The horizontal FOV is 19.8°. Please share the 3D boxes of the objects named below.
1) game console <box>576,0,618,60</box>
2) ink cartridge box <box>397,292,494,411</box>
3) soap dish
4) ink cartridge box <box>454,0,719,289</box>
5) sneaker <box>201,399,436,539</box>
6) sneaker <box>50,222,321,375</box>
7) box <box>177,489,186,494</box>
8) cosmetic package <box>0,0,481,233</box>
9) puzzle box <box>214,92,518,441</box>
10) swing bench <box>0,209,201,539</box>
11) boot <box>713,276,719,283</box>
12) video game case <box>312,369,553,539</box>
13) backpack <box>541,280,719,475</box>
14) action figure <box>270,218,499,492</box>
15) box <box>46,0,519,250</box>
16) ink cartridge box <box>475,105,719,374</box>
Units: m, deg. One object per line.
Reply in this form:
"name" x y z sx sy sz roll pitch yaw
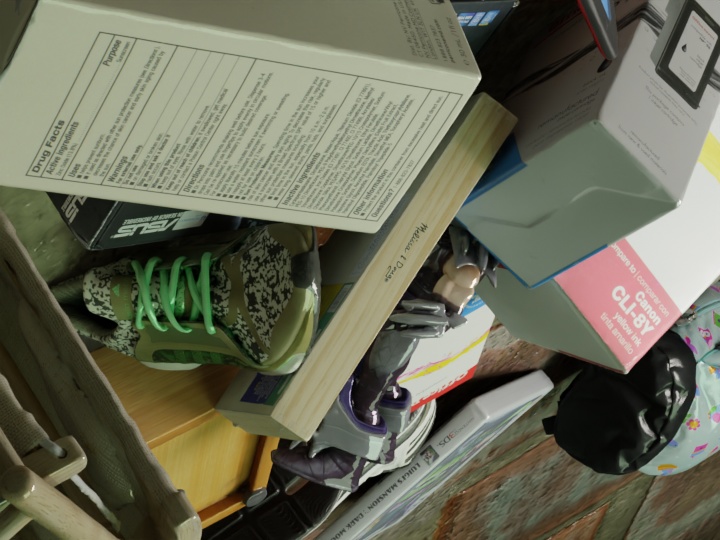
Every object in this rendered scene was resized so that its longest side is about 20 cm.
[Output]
"game console" 0.128 -0.213 0.887 0.172 0.119 0.200 -37 159 3
"ink cartridge box" 0.019 0.043 1.321 0.116 0.067 0.200 -28 158 -20
"soap dish" -0.117 0.095 1.206 0.157 0.081 0.200 -26 155 -24
"ink cartridge box" 0.135 -0.097 1.100 0.116 0.068 0.200 -32 -158 44
"sneaker" -0.021 0.149 1.470 0.200 0.076 0.115 -39 157 2
"sneaker" -0.091 0.017 1.024 0.088 0.077 0.200 2 170 -35
"box" -0.194 0.156 1.123 0.121 0.032 0.200 1 163 -36
"cosmetic package" -0.064 -0.083 0.844 0.200 0.071 0.105 8 135 -32
"puzzle box" 0.000 0.000 1.085 0.200 0.025 0.133 -56 -168 -10
"swing bench" -0.178 0.060 0.881 0.130 0.199 0.200 -41 158 13
"boot" 0.298 -0.030 1.571 0.204 0.074 0.154 -43 153 9
"video game case" 0.058 0.152 1.612 0.182 0.023 0.200 -43 169 17
"backpack" 0.267 0.086 1.706 0.200 0.127 0.167 -19 150 -44
"action figure" 0.023 0.026 1.143 0.130 0.069 0.200 -71 -174 -69
"box" -0.036 -0.087 1.002 0.200 0.044 0.160 -10 146 -49
"ink cartridge box" 0.163 -0.048 1.187 0.200 0.083 0.145 -45 -160 -11
